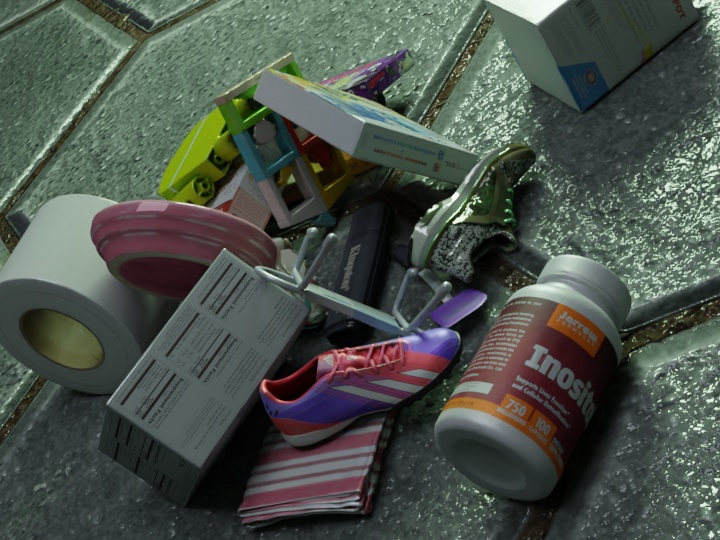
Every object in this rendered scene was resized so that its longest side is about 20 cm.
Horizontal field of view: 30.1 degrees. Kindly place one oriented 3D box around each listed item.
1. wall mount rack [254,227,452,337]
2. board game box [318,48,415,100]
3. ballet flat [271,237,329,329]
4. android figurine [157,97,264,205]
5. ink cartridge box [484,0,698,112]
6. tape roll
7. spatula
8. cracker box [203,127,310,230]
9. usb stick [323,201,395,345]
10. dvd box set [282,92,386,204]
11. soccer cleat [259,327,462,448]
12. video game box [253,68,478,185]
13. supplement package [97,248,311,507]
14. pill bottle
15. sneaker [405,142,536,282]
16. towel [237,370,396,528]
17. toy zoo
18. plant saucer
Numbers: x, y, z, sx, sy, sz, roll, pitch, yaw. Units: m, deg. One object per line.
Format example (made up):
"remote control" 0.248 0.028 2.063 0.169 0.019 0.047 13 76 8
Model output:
"wall mount rack" 0.003 0.012 1.286 0.174 0.199 0.075 -136 68 -79
"board game box" -0.038 -0.225 1.726 0.199 0.032 0.120 -16 15 36
"ballet flat" -0.084 0.000 1.508 0.075 0.064 0.200 -15 27 -20
"android figurine" -0.182 -0.145 1.629 0.200 0.041 0.182 -31 30 49
"ink cartridge box" 0.270 -0.303 1.513 0.200 0.129 0.125 -38 33 -5
"tape roll" -0.320 0.030 1.569 0.202 0.203 0.139 -10 41 34
"spatula" 0.074 0.010 1.401 0.056 0.021 0.200 -33 32 -6
"cracker box" -0.143 -0.101 1.615 0.134 0.058 0.200 -25 36 51
"usb stick" 0.000 0.000 1.470 0.055 0.033 0.200 -16 39 27
"dvd box set" -0.061 -0.152 1.714 0.199 0.029 0.147 -21 36 21
"soccer cleat" 0.000 0.098 1.265 0.199 0.073 0.068 -26 31 13
"video game box" 0.006 -0.161 1.512 0.200 0.182 0.047 34 105 45
"supplement package" -0.158 0.111 1.344 0.200 0.111 0.156 -55 -3 -27
"pill bottle" 0.155 0.087 1.150 0.113 0.113 0.200 3 50 44
"sneaker" 0.135 -0.053 1.403 0.088 0.077 0.200 35 61 18
"towel" -0.031 0.161 1.308 0.146 0.030 0.200 -13 37 30
"toy zoo" -0.080 -0.139 1.571 0.020 0.200 0.131 -13 20 44
"plant saucer" -0.190 -0.013 1.425 0.200 0.200 0.051 -8 65 36
